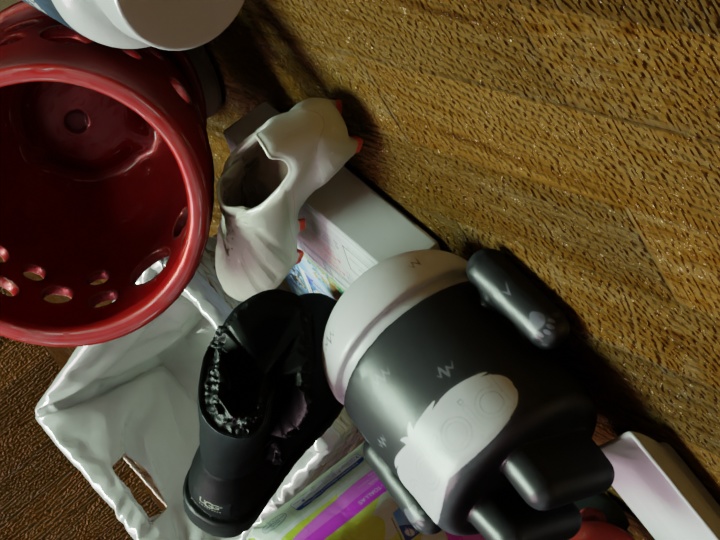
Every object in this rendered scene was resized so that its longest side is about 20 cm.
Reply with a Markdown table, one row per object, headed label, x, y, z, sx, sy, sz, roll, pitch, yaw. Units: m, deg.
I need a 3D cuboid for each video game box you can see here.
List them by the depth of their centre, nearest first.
| label | x | y | z | sx | sy | sz | roll | pitch | yaw |
| --- | --- | --- | --- | --- | --- | --- | --- | --- | --- |
| video game box | 0.000 | 0.000 | 1.549 | 0.200 | 0.047 | 0.182 | 41 | 160 | 39 |

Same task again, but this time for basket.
| label | x | y | z | sx | sy | sz | roll | pitch | yaw |
| --- | --- | --- | --- | --- | --- | --- | --- | --- | --- |
| basket | -0.101 | 0.099 | 1.703 | 0.198 | 0.161 | 0.200 | 47 | 121 | 11 |

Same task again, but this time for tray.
| label | x | y | z | sx | sy | sz | roll | pitch | yaw |
| --- | --- | --- | --- | --- | --- | --- | --- | --- | --- |
| tray | 0.216 | 0.174 | 1.337 | 0.200 | 0.022 | 0.107 | 51 | 166 | 3 |

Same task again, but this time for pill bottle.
| label | x | y | z | sx | sy | sz | roll | pitch | yaw |
| --- | --- | --- | --- | --- | --- | --- | --- | --- | --- |
| pill bottle | -0.151 | -0.201 | 1.370 | 0.200 | 0.119 | 0.120 | 31 | 156 | 54 |

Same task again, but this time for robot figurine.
| label | x | y | z | sx | sy | sz | roll | pitch | yaw |
| --- | --- | --- | --- | --- | --- | --- | --- | --- | --- |
| robot figurine | 0.064 | 0.078 | 1.361 | 0.200 | 0.150 | 0.125 | 49 | 178 | 28 |

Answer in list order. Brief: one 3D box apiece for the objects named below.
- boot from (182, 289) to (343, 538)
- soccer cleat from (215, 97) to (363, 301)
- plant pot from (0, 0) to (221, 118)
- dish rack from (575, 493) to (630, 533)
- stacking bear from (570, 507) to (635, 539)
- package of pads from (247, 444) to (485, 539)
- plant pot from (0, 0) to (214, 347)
| label | x | y | z | sx | sy | sz | roll | pitch | yaw |
| --- | --- | --- | --- | --- | --- | --- | --- | --- | --- |
| boot | -0.048 | 0.061 | 1.449 | 0.076 | 0.200 | 0.168 | 27 | 147 | 7 |
| soccer cleat | -0.067 | -0.043 | 1.450 | 0.069 | 0.077 | 0.200 | 59 | 145 | 19 |
| plant pot | -0.228 | -0.148 | 1.646 | 0.200 | 0.174 | 0.200 | 48 | 167 | 15 |
| dish rack | 0.157 | 0.221 | 1.557 | 0.153 | 0.054 | 0.200 | 30 | 147 | 60 |
| stacking bear | 0.182 | 0.246 | 1.417 | 0.200 | 0.121 | 0.114 | 54 | 163 | -6 |
| package of pads | 0.020 | 0.217 | 1.545 | 0.068 | 0.154 | 0.200 | 31 | 152 | 48 |
| plant pot | -0.190 | -0.076 | 1.481 | 0.201 | 0.200 | 0.183 | 57 | -164 | -21 |
